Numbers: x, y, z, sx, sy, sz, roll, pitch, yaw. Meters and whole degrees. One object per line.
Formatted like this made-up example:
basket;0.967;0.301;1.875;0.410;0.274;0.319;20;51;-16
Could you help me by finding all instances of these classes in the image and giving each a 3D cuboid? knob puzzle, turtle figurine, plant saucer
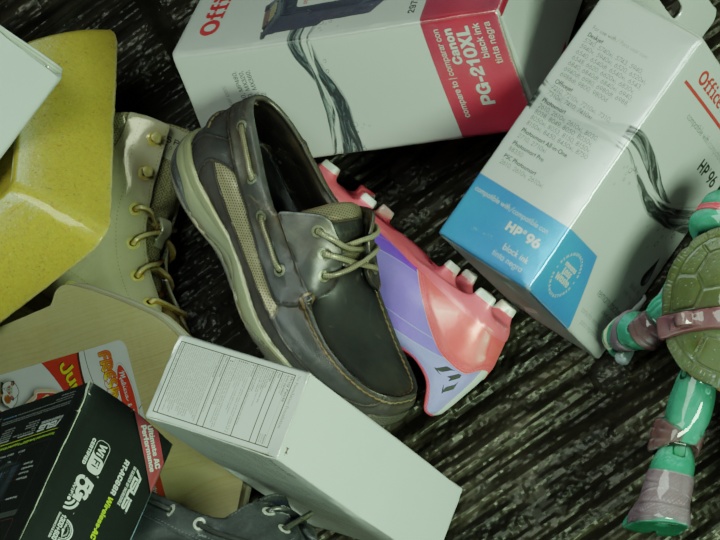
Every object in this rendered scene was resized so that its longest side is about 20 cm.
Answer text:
knob puzzle;-0.128;0.102;1.497;0.219;0.030;0.221;7;101;35
turtle figurine;0.188;0.035;1.391;0.149;0.101;0.201;-3;74;25
plant saucer;-0.229;-0.041;1.582;0.200;0.048;0.201;-36;34;24

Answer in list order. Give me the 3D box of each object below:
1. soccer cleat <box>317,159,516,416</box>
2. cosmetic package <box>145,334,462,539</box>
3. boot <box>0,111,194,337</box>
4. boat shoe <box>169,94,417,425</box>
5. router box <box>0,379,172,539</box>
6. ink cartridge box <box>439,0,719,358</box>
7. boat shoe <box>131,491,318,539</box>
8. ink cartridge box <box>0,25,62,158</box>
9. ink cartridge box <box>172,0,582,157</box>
soccer cleat;0.000;0.000;1.514;0.200;0.067;0.077;39;93;30
cosmetic package;-0.024;0.095;1.403;0.082;0.200;0.051;17;78;30
boot;-0.120;-0.009;1.571;0.199;0.073;0.156;17;76;33
boat shoe;-0.030;-0.008;1.453;0.073;0.074;0.200;-46;72;36
router box;-0.201;0.153;1.429;0.200;0.062;0.150;-19;39;48
ink cartridge box;0.142;-0.067;1.440;0.068;0.116;0.200;33;86;31
boat shoe;-0.055;0.146;1.395;0.199;0.070;0.067;8;72;36
ink cartridge box;-0.278;-0.071;1.548;0.200;0.083;0.145;-54;29;-3
ink cartridge box;0.012;-0.141;1.522;0.199;0.085;0.145;-6;37;24
